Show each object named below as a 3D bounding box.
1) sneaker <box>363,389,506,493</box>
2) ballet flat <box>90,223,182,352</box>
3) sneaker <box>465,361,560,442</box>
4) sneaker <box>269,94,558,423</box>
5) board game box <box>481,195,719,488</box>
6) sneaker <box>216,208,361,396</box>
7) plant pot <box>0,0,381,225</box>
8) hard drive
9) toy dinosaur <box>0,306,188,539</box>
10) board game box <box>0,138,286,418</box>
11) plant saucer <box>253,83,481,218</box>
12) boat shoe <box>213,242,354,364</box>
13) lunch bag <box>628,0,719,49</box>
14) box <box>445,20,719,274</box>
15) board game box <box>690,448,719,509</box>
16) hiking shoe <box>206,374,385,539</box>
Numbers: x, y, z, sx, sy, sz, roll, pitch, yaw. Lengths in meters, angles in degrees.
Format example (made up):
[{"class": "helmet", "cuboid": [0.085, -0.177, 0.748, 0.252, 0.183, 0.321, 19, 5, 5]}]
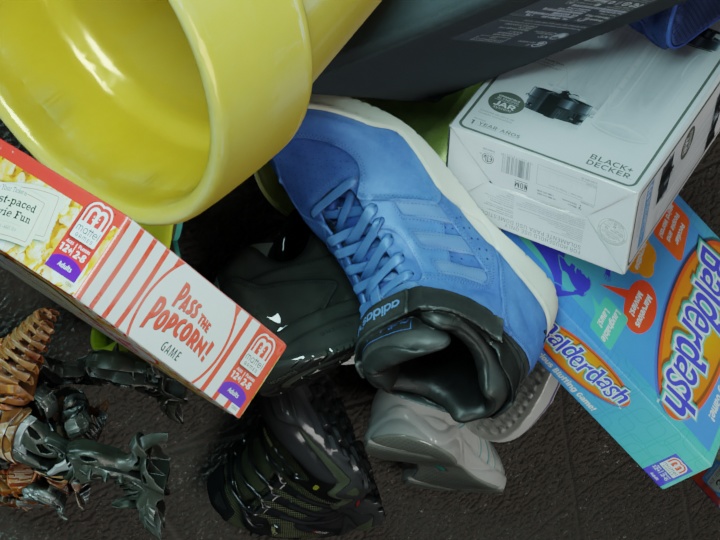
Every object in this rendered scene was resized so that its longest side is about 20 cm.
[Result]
[{"class": "sneaker", "cuboid": [0.054, 0.097, 1.610, 0.200, 0.070, 0.081, 53, 41, -68]}, {"class": "ballet flat", "cuboid": [-0.124, -0.024, 1.344, 0.067, 0.067, 0.201, -7, 135, -10]}, {"class": "sneaker", "cuboid": [0.133, 0.018, 1.571, 0.114, 0.072, 0.202, 20, 90, -56]}, {"class": "sneaker", "cuboid": [0.016, -0.002, 1.328, 0.200, 0.111, 0.077, 44, 129, -14]}, {"class": "board game box", "cuboid": [0.147, 0.005, 1.457, 0.045, 0.200, 0.152, -31, -159, 42]}, {"class": "sneaker", "cuboid": [0.000, 0.000, 1.411, 0.076, 0.091, 0.200, -36, 170, 40]}, {"class": "plant pot", "cuboid": [-0.071, -0.152, 1.170, 0.189, 0.200, 0.202, -37, 145, -32]}, {"class": "hard drive", "cuboid": [0.067, -0.131, 1.276, 0.199, 0.033, 0.139, -19, 169, 37]}, {"class": "toy dinosaur", "cuboid": [-0.166, 0.085, 1.355, 0.200, 0.135, 0.103, 95, 4, -79]}, {"class": "board game box", "cuboid": [-0.149, -0.015, 1.207, 0.046, 0.200, 0.151, -56, 144, -6]}, {"class": "plant saucer", "cuboid": [0.015, -0.114, 1.406, 0.199, 0.031, 0.201, -25, 140, -24]}, {"class": "boat shoe", "cuboid": [-0.015, 0.027, 1.489, 0.199, 0.072, 0.069, -6, 151, -47]}, {"class": "lunch bag", "cuboid": [0.160, -0.226, 1.349, 0.136, 0.132, 0.201, -33, 148, -48]}, {"class": "box", "cuboid": [0.141, -0.096, 1.403, 0.200, 0.116, 0.060, -53, 156, -42]}, {"class": "board game box", "cuboid": [0.228, 0.060, 1.625, 0.103, 0.200, 0.105, 19, 113, -49]}, {"class": "hiking shoe", "cuboid": [-0.046, 0.126, 1.527, 0.100, 0.076, 0.200, -21, 152, 1]}]
